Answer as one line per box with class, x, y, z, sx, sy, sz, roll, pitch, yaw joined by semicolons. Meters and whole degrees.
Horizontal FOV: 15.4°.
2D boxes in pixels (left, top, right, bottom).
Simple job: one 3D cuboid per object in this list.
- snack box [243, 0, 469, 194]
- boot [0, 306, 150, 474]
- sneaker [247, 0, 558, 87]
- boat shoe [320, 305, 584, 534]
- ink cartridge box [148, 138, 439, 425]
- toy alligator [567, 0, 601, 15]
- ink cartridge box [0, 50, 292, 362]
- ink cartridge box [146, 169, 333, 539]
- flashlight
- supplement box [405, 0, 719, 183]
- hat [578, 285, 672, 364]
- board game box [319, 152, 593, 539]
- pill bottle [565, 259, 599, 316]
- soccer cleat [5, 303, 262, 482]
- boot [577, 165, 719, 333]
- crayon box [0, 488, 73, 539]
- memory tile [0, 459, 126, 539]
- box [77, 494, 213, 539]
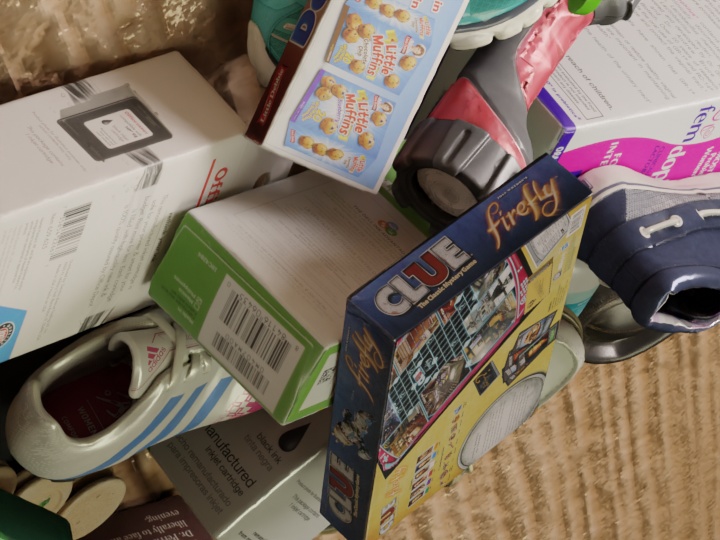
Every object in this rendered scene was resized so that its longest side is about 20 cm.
snack box;0.018;-0.140;1.293;0.072;0.024;0.200;22;97;-31
boot;-0.210;0.089;1.407;0.200;0.066;0.165;-50;158;26
sneaker;0.033;-0.152;1.340;0.200;0.078;0.080;-29;137;-21
boat shoe;0.044;0.090;1.519;0.200;0.068;0.075;-33;121;22
ink cartridge box;0.000;0.000;1.364;0.200;0.104;0.059;-22;148;-48
toy alligator;0.112;-0.228;1.318;0.059;0.054;0.200;-1;103;-56
ink cartridge box;-0.131;-0.033;1.312;0.200;0.067;0.116;-22;148;-40
ink cartridge box;-0.028;0.046;1.472;0.200;0.147;0.083;-41;151;1
flashlight;0.091;-0.104;1.380;0.200;0.068;0.068;-53;127;-29
supplement box;0.139;-0.092;1.511;0.200;0.103;0.101;-15;145;-38
hat;0.169;0.005;1.702;0.200;0.081;0.201;-28;149;-19
board game box;0.045;0.044;1.334;0.135;0.035;0.200;-36;155;-27
pill bottle;0.062;0.029;1.586;0.111;0.111;0.200;-6;138;-44
soccer cleat;-0.089;0.046;1.366;0.200;0.070;0.086;-29;163;-20
boot;0.189;-0.003;1.497;0.200;0.090;0.073;0;135;-50
crayon box;-0.260;0.146;1.337;0.200;0.052;0.126;28;107;-24
memory tile;-0.223;0.179;1.449;0.200;0.017;0.153;-50;156;14
box;-0.146;0.274;1.606;0.166;0.200;0.164;-12;142;-38
